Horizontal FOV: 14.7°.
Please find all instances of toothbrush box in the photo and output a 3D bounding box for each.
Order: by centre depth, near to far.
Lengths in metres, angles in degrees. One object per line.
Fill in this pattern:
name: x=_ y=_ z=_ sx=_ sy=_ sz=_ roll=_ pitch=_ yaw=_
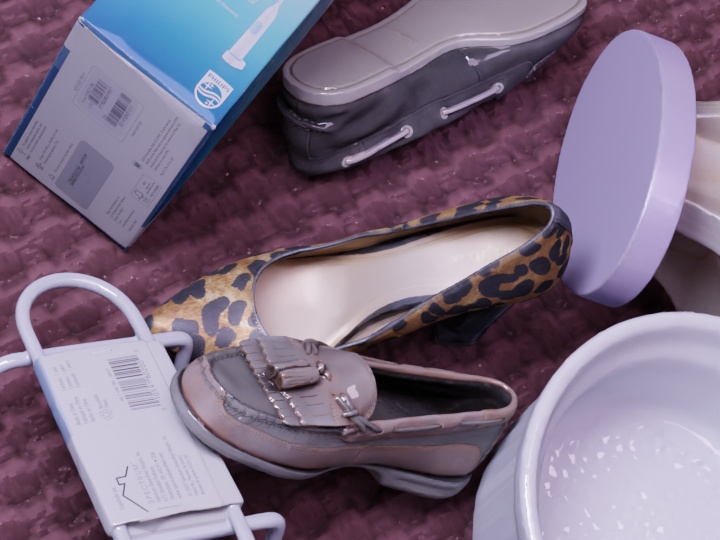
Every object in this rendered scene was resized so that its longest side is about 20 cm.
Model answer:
toothbrush box: x=-0.072 y=-0.128 z=1.385 sx=0.085 sy=0.146 sz=0.200 roll=39 pitch=59 yaw=-2

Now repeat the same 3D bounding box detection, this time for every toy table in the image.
toy table: x=0.176 y=-0.038 z=1.440 sx=0.117 sy=0.184 sz=0.200 roll=19 pitch=35 yaw=-12

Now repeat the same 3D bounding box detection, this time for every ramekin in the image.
ramekin: x=0.152 y=0.130 z=1.380 sx=0.199 sy=0.098 sz=0.202 roll=8 pitch=69 yaw=-20

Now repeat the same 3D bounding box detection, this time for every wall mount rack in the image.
wall mount rack: x=-0.136 y=0.099 z=1.281 sx=0.173 sy=0.075 sz=0.200 roll=-8 pitch=51 yaw=-29

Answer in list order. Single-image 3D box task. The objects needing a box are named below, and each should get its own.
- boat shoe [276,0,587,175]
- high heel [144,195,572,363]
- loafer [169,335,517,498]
boat shoe: x=0.036 y=-0.106 z=1.482 sx=0.199 sy=0.057 sz=0.067 roll=-22 pitch=44 yaw=-33
high heel: x=0.000 y=0.000 z=1.357 sx=0.199 sy=0.143 sz=0.072 roll=-4 pitch=68 yaw=-24
loafer: x=-0.004 y=0.060 z=1.330 sx=0.199 sy=0.063 sz=0.072 roll=16 pitch=37 yaw=-47
